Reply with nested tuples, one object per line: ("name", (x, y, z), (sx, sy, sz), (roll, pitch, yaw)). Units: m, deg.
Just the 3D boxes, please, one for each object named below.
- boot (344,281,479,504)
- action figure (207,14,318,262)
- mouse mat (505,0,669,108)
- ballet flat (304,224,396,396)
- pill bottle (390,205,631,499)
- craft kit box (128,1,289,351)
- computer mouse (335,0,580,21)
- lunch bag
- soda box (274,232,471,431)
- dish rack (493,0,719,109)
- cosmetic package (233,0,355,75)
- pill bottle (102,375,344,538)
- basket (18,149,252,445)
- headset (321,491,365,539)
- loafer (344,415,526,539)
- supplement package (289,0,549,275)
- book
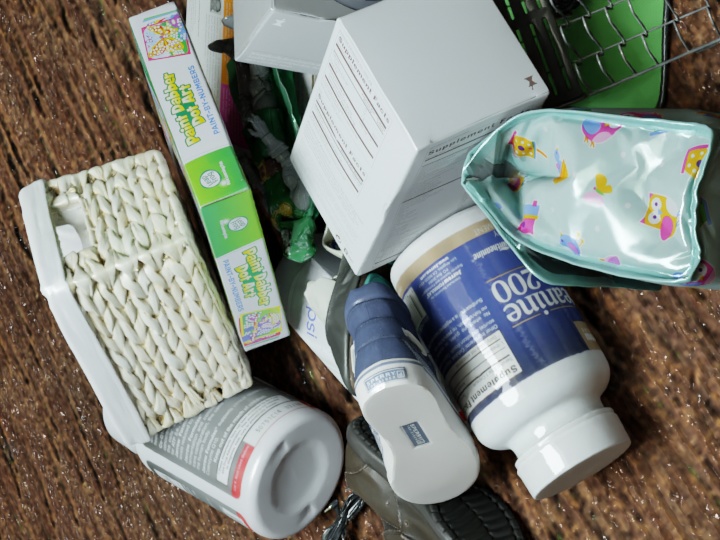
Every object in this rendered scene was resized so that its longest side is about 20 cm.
("boot", (0.038, 0.092, 1.342), (0.072, 0.201, 0.091), (-15, 56, 4))
("action figure", (-0.070, -0.100, 1.431), (0.118, 0.054, 0.202), (128, 128, -61))
("mouse mat", (0.158, -0.216, 1.331), (0.160, 0.007, 0.202), (10, 104, 41))
("ballet flat", (0.000, 0.000, 1.406), (0.068, 0.068, 0.202), (3, 68, 30))
("pill bottle", (0.113, 0.060, 1.340), (0.111, 0.110, 0.201), (-43, 68, 37))
("craft kit box", (-0.117, -0.071, 1.431), (0.201, 0.048, 0.198), (78, 168, -55))
("computer mouse", (0.057, -0.234, 1.324), (0.053, 0.198, 0.140), (143, 115, -81))
("lunch bag", (0.186, -0.047, 1.218), (0.199, 0.170, 0.123), (8, 94, 41))
("soda box", (0.013, 0.056, 1.461), (0.200, 0.068, 0.064), (48, 124, 28))
("dish rack", (0.168, -0.199, 1.249), (0.198, 0.055, 0.155), (-22, 81, 15))
("cosmetic package", (-0.038, -0.253, 1.387), (0.090, 0.106, 0.202), (142, 133, -58))
("pill bottle", (-0.120, 0.139, 1.563), (0.199, 0.113, 0.115), (24, 111, 38))
("basket", (-0.178, 0.019, 1.481), (0.136, 0.122, 0.201), (-114, 4, -45))
("headset", (0.025, 0.250, 1.456), (0.094, 0.123, 0.200), (-60, 36, 1))
("loafer", (0.058, 0.196, 1.447), (0.200, 0.073, 0.072), (45, 132, 36))
("supplement package", (0.037, -0.102, 1.290), (0.110, 0.113, 0.200), (59, 157, 16))
("book", (-0.084, -0.159, 1.517), (0.199, 0.048, 0.135), (24, 113, 49))
